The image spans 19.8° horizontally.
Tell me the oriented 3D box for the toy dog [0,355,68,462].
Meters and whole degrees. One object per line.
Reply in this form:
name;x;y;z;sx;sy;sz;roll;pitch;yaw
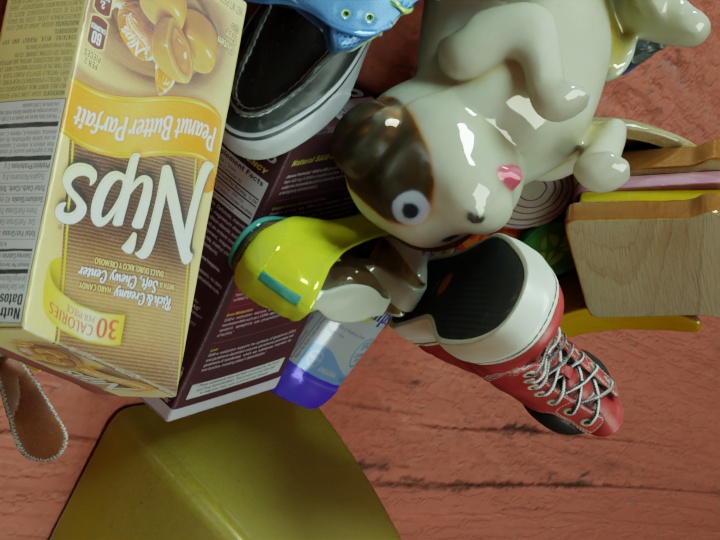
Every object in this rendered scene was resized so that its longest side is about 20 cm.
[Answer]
toy dog;-0.213;0.094;1.073;0.132;0.096;0.201;-2;127;-57

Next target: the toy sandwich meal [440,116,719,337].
toy sandwich meal;0.144;-0.013;1.242;0.203;0.071;0.206;0;142;0

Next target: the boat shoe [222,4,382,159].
boat shoe;-0.013;-0.150;1.097;0.199;0.074;0.068;-48;158;-7

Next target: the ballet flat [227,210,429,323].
ballet flat;0.000;0.000;1.187;0.200;0.067;0.067;-9;132;-59

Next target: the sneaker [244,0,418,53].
sneaker;0.025;-0.159;1.043;0.076;0.198;0.106;-124;-138;-76

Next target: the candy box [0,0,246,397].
candy box;-0.119;-0.053;0.950;0.115;0.055;0.202;30;64;-54

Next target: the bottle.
bottle;0.002;-0.007;1.320;0.200;0.065;0.083;-53;153;5

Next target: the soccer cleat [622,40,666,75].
soccer cleat;0.112;-0.132;1.331;0.199;0.084;0.065;-25;103;-29

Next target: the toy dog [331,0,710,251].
toy dog;0.066;-0.106;1.131;0.201;0.193;0.140;-59;149;-16

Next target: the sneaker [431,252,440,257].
sneaker;0.119;-0.066;1.339;0.200;0.071;0.113;-30;-152;45

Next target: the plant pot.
plant pot;-0.080;0.213;1.351;0.199;0.176;0.201;-5;130;-56

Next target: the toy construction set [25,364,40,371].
toy construction set;-0.189;0.018;0.980;0.200;0.092;0.132;-39;118;-49

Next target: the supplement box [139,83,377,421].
supplement box;-0.064;-0.016;1.209;0.109;0.061;0.201;-14;137;-54

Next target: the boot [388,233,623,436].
boot;0.108;0.048;1.174;0.073;0.144;0.200;-58;-169;-8
